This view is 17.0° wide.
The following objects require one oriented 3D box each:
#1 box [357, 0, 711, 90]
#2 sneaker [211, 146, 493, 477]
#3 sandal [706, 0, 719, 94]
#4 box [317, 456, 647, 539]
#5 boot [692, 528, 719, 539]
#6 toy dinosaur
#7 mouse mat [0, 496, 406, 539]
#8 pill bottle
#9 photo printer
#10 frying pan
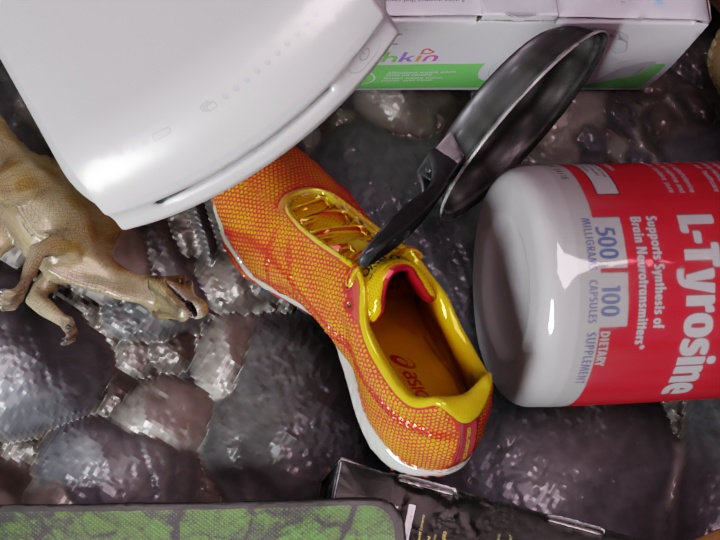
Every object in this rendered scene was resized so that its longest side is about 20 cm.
[{"bbox_3d":[0.055,-0.184,1.177,0.199,0.097,0.177,-2,74,-16],"label":"box"},{"bbox_3d":[0.000,0.000,1.100,0.073,0.077,0.200,-24,62,-31],"label":"sneaker"},{"bbox_3d":[0.208,-0.110,1.216,0.077,0.070,0.212,-17,55,-13],"label":"sandal"},{"bbox_3d":[0.041,0.201,1.076,0.159,0.049,0.201,14,70,-8],"label":"box"},{"bbox_3d":[0.227,0.085,1.067,0.199,0.188,0.069,-24,50,10],"label":"boot"},{"bbox_3d":[-0.157,-0.031,1.102,0.101,0.058,0.200,-29,71,-38],"label":"toy dinosaur"},{"bbox_3d":[-0.078,0.177,1.040,0.199,0.008,0.162,-2,69,2],"label":"mouse mat"},{"bbox_3d":[0.161,0.005,1.136,0.199,0.112,0.113,-2,73,-16],"label":"pill bottle"},{"bbox_3d":[-0.086,-0.127,1.077,0.166,0.069,0.200,-34,62,6],"label":"photo printer"},{"bbox_3d":[0.046,-0.047,1.100,0.031,0.115,0.190,42,65,11],"label":"frying pan"}]
